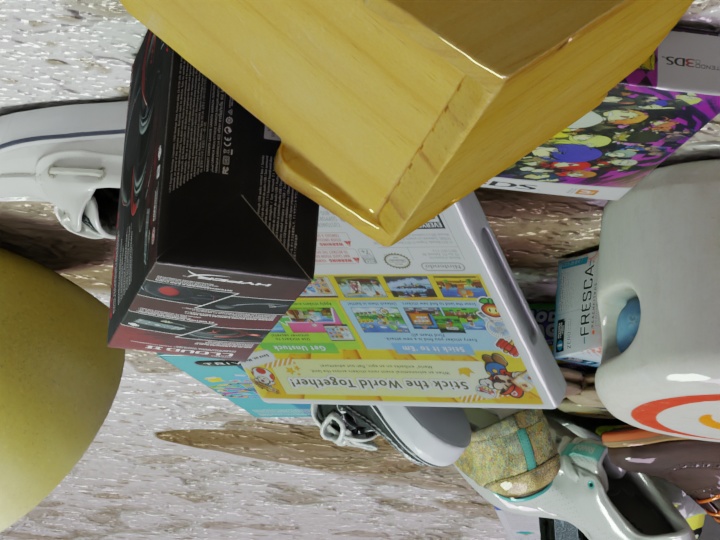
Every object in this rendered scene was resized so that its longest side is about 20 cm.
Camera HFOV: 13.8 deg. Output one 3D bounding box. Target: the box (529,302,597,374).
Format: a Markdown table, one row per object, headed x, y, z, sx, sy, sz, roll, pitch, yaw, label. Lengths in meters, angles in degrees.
| x | y | z | sx | sy | sz | roll | pitch | yaw | label |
| --- | --- | --- | --- | --- | --- | --- | --- | --- | --- |
| 0.145 | 0.054 | 1.962 | 0.199 | 0.049 | 0.117 | -1 | 165 | 29 | box |

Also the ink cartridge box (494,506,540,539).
| x | y | z | sx | sy | sz | roll | pitch | yaw | label |
| --- | --- | --- | --- | --- | --- | --- | --- | --- | --- |
| 0.179 | 0.202 | 2.556 | 0.119 | 0.042 | 0.200 | 2 | 168 | 8 | ink cartridge box |

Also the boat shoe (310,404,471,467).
| x | y | z | sx | sy | sz | roll | pitch | yaw | label |
| --- | --- | --- | --- | --- | --- | --- | --- | --- | --- |
| 0.001 | 0.075 | 1.823 | 0.074 | 0.068 | 0.199 | 26 | -166 | -39 | boat shoe |

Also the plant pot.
| x | y | z | sx | sy | sz | roll | pitch | yaw | label |
| --- | --- | --- | --- | --- | --- | --- | --- | --- | --- |
| -0.266 | 0.054 | 1.840 | 0.200 | 0.200 | 0.142 | -9 | 136 | 41 | plant pot |

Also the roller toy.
| x | y | z | sx | sy | sz | roll | pitch | yaw | label |
| --- | --- | --- | --- | --- | --- | --- | --- | --- | --- |
| 0.222 | 0.027 | 1.637 | 0.182 | 0.140 | 0.200 | -6 | 164 | 36 | roller toy |

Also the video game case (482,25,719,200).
| x | y | z | sx | sy | sz | roll | pitch | yaw | label |
| --- | --- | --- | --- | --- | --- | --- | --- | --- | --- |
| 0.070 | -0.082 | 1.459 | 0.181 | 0.036 | 0.200 | 5 | 166 | -12 | video game case |

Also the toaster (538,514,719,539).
| x | y | z | sx | sy | sz | roll | pitch | yaw | label |
| --- | --- | --- | --- | --- | --- | --- | --- | --- | --- |
| 0.211 | 0.169 | 2.143 | 0.118 | 0.201 | 0.181 | 6 | 160 | -29 | toaster |

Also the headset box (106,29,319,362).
| x | y | z | sx | sy | sz | roll | pitch | yaw | label |
| --- | --- | --- | --- | --- | --- | --- | --- | --- | --- |
| -0.069 | -0.046 | 1.405 | 0.075 | 0.149 | 0.200 | 7 | 166 | -10 | headset box |

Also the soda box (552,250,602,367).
| x | y | z | sx | sy | sz | roll | pitch | yaw | label |
| --- | --- | --- | --- | --- | --- | --- | --- | --- | --- |
| 0.218 | 0.036 | 1.830 | 0.199 | 0.064 | 0.068 | 12 | 166 | -29 | soda box |

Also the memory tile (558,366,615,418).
| x | y | z | sx | sy | sz | roll | pitch | yaw | label |
| --- | --- | --- | --- | --- | --- | --- | --- | --- | --- |
| 0.181 | 0.085 | 1.908 | 0.199 | 0.017 | 0.153 | 7 | 172 | -6 | memory tile |

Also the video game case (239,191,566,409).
| x | y | z | sx | sy | sz | roll | pitch | yaw | label |
| --- | --- | --- | --- | --- | --- | --- | --- | --- | --- |
| -0.003 | 0.009 | 1.669 | 0.199 | 0.023 | 0.182 | -1 | 135 | 31 | video game case |

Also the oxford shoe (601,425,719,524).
| x | y | z | sx | sy | sz | roll | pitch | yaw | label |
| --- | --- | --- | --- | --- | --- | --- | --- | --- | --- |
| 0.241 | 0.136 | 1.898 | 0.199 | 0.073 | 0.071 | 11 | 171 | -25 | oxford shoe |

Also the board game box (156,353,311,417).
| x | y | z | sx | sy | sz | roll | pitch | yaw | label |
| --- | --- | --- | --- | --- | --- | --- | --- | --- | --- |
| -0.032 | 0.057 | 2.016 | 0.150 | 0.047 | 0.200 | -1 | 165 | 17 | board game box |

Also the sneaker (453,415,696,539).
| x | y | z | sx | sy | sz | roll | pitch | yaw | label |
| --- | --- | --- | --- | --- | --- | --- | --- | --- | --- |
| 0.141 | 0.130 | 1.944 | 0.200 | 0.075 | 0.089 | 33 | 154 | 21 | sneaker |

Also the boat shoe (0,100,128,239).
| x | y | z | sx | sy | sz | roll | pitch | yaw | label |
| --- | --- | --- | --- | --- | --- | --- | --- | --- | --- |
| -0.135 | -0.048 | 1.585 | 0.199 | 0.066 | 0.072 | -4 | 164 | 29 | boat shoe |

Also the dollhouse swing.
| x | y | z | sx | sy | sz | roll | pitch | yaw | label |
| --- | --- | --- | --- | --- | --- | --- | --- | --- | --- |
| 0.019 | -0.133 | 1.241 | 0.182 | 0.176 | 0.200 | -34 | 171 | -20 | dollhouse swing |

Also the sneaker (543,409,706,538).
| x | y | z | sx | sy | sz | roll | pitch | yaw | label |
| --- | --- | --- | --- | --- | --- | --- | --- | --- | --- |
| 0.161 | 0.130 | 2.041 | 0.075 | 0.077 | 0.200 | -14 | -157 | -31 | sneaker |

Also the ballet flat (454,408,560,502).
| x | y | z | sx | sy | sz | roll | pitch | yaw | label |
| --- | --- | --- | --- | --- | --- | --- | --- | --- | --- |
| 0.059 | 0.082 | 1.866 | 0.071 | 0.071 | 0.200 | 12 | -171 | -31 | ballet flat |
